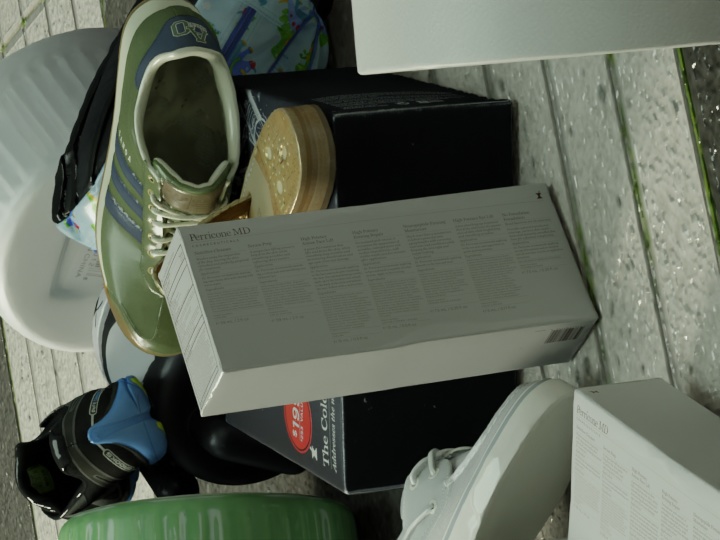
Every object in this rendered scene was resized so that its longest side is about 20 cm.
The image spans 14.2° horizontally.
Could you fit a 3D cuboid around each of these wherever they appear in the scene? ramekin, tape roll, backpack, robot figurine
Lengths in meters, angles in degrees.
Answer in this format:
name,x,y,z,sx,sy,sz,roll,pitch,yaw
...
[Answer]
name,x,y,z,sx,sy,sz,roll,pitch,yaw
ramekin,-0.171,-0.045,1.843,0.098,0.199,0.201,49,140,43
tape roll,0.091,-0.156,1.170,0.202,0.201,0.140,-178,82,-67
ramekin,-0.088,0.192,1.708,0.200,0.199,0.098,147,122,-65
backpack,-0.100,-0.091,1.681,0.154,0.200,0.163,45,158,-13
robot figurine,-0.089,0.054,1.753,0.125,0.150,0.200,60,170,-30

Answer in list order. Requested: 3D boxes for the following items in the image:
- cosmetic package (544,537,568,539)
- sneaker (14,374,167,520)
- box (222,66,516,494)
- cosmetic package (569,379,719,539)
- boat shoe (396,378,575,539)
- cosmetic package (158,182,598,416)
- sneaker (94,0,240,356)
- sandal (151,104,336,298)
name,x,y,z,sx,sy,sz,roll,pitch,yaw
cosmetic package,0.123,0.218,1.344,0.200,0.084,0.108,-132,44,-56
sneaker,-0.172,0.110,1.725,0.071,0.082,0.200,68,162,8
box,0.000,0.000,1.555,0.182,0.103,0.202,-158,64,-66
cosmetic package,0.158,0.119,1.254,0.200,0.050,0.083,-143,49,-60
boat shoe,0.048,0.128,1.465,0.068,0.072,0.201,40,125,28
cosmetic package,0.008,0.013,1.412,0.051,0.199,0.083,119,139,-55
sneaker,-0.102,-0.044,1.566,0.090,0.067,0.202,-141,51,-69
sandal,-0.074,-0.007,1.504,0.212,0.069,0.078,112,145,-48
